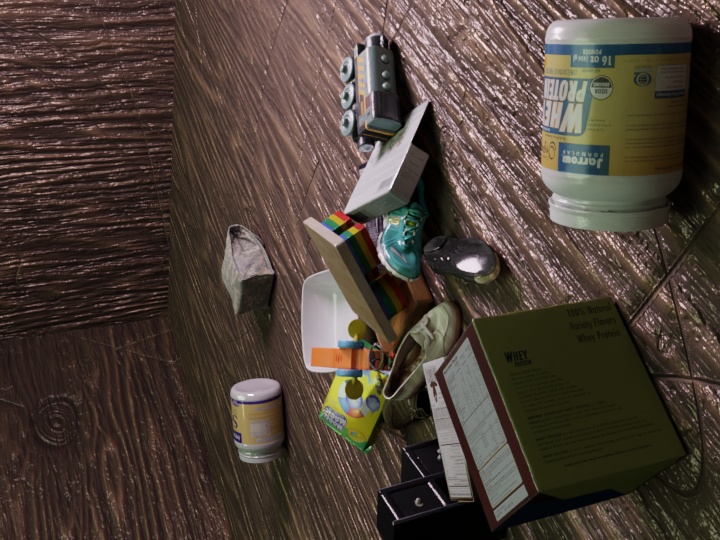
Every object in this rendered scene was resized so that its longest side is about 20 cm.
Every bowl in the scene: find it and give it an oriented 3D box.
[{"bbox_3d":[-0.037,0.102,1.751,0.198,0.074,0.204,-15,73,53],"label":"bowl"}]

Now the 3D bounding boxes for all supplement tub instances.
[{"bbox_3d":[-0.285,0.417,2.439,0.145,0.143,0.204,-160,65,-66],"label":"supplement tub"},{"bbox_3d":[0.258,-0.152,0.894,0.144,0.142,0.204,-150,56,-63],"label":"supplement tub"}]

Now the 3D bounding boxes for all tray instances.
[{"bbox_3d":[0.072,0.073,1.580,0.201,0.036,0.100,111,145,-51],"label":"tray"}]

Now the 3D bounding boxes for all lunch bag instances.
[{"bbox_3d":[-0.321,-0.009,2.435,0.202,0.116,0.165,62,152,32],"label":"lunch bag"}]

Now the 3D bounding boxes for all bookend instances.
[{"bbox_3d":[0.099,0.349,1.380,0.200,0.196,0.094,-134,40,-57],"label":"bookend"}]

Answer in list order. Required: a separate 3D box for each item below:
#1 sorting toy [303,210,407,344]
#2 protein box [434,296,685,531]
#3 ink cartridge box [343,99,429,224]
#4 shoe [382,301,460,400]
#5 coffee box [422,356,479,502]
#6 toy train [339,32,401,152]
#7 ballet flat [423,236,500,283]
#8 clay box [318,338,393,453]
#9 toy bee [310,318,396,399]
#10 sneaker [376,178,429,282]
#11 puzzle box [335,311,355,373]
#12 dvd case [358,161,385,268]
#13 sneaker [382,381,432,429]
[{"bbox_3d":[0.000,0.000,1.508,0.201,0.069,0.200,61,170,-22],"label":"sorting toy"},{"bbox_3d":[0.222,0.162,1.012,0.136,0.195,0.202,116,140,-54],"label":"protein box"},{"bbox_3d":[0.056,-0.178,1.482,0.176,0.043,0.199,-65,17,-17],"label":"ink cartridge box"},{"bbox_3d":[0.099,0.136,1.433,0.070,0.053,0.202,45,117,33],"label":"shoe"},{"bbox_3d":[0.173,0.221,1.271,0.080,0.113,0.204,148,112,-66],"label":"coffee box"},{"bbox_3d":[0.020,-0.310,1.517,0.114,0.084,0.204,-29,57,53],"label":"toy train"},{"bbox_3d":[0.159,-0.013,1.330,0.057,0.067,0.200,47,171,-22],"label":"ballet flat"},{"bbox_3d":[-0.002,0.241,1.632,0.114,0.047,0.202,32,114,23],"label":"clay box"},{"bbox_3d":[0.007,0.165,1.539,0.199,0.108,0.133,29,105,49],"label":"toy bee"},{"bbox_3d":[0.074,-0.071,1.432,0.080,0.076,0.202,128,153,-46],"label":"sneaker"},{"bbox_3d":[-0.007,0.196,1.832,0.201,0.025,0.134,109,147,-48],"label":"puzzle box"},{"bbox_3d":[0.041,-0.106,1.627,0.148,0.016,0.204,175,88,-69],"label":"dvd case"},{"bbox_3d":[0.091,0.238,1.539,0.076,0.069,0.202,61,151,33],"label":"sneaker"}]
